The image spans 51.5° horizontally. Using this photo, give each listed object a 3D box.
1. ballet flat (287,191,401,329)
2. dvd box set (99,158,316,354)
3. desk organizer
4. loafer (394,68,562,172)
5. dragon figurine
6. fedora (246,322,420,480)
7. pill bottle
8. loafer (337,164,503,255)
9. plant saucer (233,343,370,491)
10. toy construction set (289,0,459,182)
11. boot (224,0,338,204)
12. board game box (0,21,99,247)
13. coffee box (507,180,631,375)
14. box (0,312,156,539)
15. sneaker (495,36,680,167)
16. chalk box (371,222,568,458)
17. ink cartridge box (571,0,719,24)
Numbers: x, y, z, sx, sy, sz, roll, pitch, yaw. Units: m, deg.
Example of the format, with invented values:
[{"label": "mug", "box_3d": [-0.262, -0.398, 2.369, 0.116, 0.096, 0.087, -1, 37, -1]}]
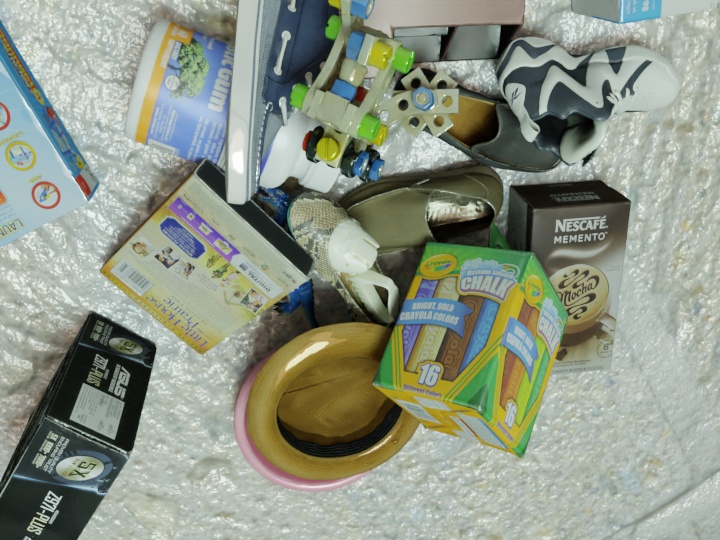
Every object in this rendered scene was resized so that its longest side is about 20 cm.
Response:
[{"label": "ballet flat", "box_3d": [0.000, 0.000, 0.755, 0.068, 0.074, 0.201, -51, 135, -21]}, {"label": "dvd box set", "box_3d": [-0.156, -0.004, 0.746, 0.146, 0.030, 0.199, 42, 131, -17]}, {"label": "desk organizer", "box_3d": [0.055, -0.232, 0.715, 0.195, 0.072, 0.079, -5, 116, -6]}, {"label": "loafer", "box_3d": [0.128, -0.142, 0.762, 0.196, 0.073, 0.074, 15, 109, -15]}, {"label": "dragon figurine", "box_3d": [-0.067, -0.009, 0.796, 0.099, 0.059, 0.200, -39, 112, 9]}, {"label": "fedora", "box_3d": [-0.027, 0.126, 0.793, 0.196, 0.082, 0.205, -7, 114, -15]}, {"label": "pill bottle", "box_3d": [-0.110, -0.146, 0.703, 0.196, 0.113, 0.114, 18, 110, -15]}, {"label": "loafer", "box_3d": [0.057, -0.060, 0.784, 0.196, 0.068, 0.077, -17, 114, 6]}, {"label": "plant saucer", "box_3d": [-0.049, 0.163, 0.878, 0.195, 0.051, 0.205, -3, 113, -7]}, {"label": "toy construction set", "box_3d": [0.010, -0.142, 0.621, 0.091, 0.199, 0.134, 26, 99, 25]}, {"label": "boot", "box_3d": [-0.063, -0.154, 0.621, 0.088, 0.073, 0.205, 5, 88, -13]}, {"label": "board game box", "box_3d": [-0.386, -0.116, 0.704, 0.197, 0.056, 0.199, -25, 115, 2]}, {"label": "coffee box", "box_3d": [0.225, 0.009, 0.837, 0.110, 0.080, 0.205, -5, 114, -6]}, {"label": "box", "box_3d": [-0.292, 0.169, 0.760, 0.085, 0.201, 0.165, 30, 106, -19]}, {"label": "sneaker", "box_3d": [0.233, -0.152, 0.729, 0.195, 0.132, 0.080, 7, 149, -19]}, {"label": "chalk box", "box_3d": [0.120, 0.055, 0.735, 0.125, 0.122, 0.203, 44, 63, -45]}, {"label": "ink cartridge box", "box_3d": [0.313, -0.287, 0.705, 0.195, 0.116, 0.068, -10, 115, -4]}]
